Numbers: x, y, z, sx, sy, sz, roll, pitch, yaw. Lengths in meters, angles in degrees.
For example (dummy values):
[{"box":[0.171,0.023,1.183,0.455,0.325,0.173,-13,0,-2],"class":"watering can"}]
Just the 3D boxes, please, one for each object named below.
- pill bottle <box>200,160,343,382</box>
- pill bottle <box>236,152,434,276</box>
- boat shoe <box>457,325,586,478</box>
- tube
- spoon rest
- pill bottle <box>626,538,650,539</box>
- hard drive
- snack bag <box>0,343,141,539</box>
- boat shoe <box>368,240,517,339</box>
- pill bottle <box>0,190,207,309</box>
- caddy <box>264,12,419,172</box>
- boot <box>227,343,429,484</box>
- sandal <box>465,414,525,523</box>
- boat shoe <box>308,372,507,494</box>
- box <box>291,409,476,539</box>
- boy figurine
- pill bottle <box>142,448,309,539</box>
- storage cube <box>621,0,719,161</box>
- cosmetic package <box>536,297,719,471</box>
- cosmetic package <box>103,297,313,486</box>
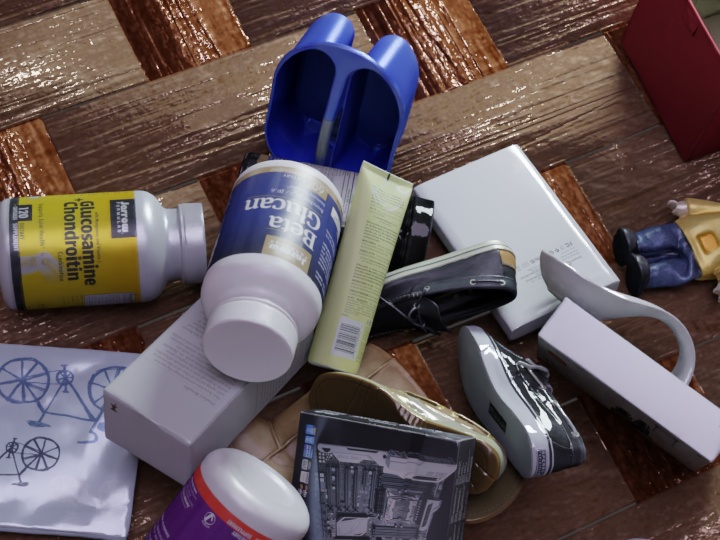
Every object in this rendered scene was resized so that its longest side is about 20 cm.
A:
[{"box":[-0.084,0.002,1.412,0.111,0.111,0.200,12,46,0],"class":"pill bottle"},{"box":[-0.030,-0.049,1.569,0.200,0.112,0.112,11,64,-2],"class":"pill bottle"},{"box":[0.154,0.119,1.473,0.068,0.074,0.199,-7,31,-19],"class":"boat shoe"},{"box":[0.000,0.000,1.488,0.052,0.058,0.200,16,86,2],"class":"tube"},{"box":[0.257,0.040,1.524,0.200,0.099,0.061,39,91,-14],"class":"spoon rest"},{"box":[0.245,0.353,1.403,0.120,0.120,0.200,25,65,6],"class":"pill bottle"},{"box":[0.161,-0.033,1.612,0.132,0.026,0.200,-24,60,-17],"class":"hard drive"},{"box":[-0.298,0.165,1.487,0.189,0.021,0.200,4,64,-4],"class":"snack bag"},{"box":[0.065,0.033,1.536,0.200,0.075,0.062,-21,59,8],"class":"boat shoe"},{"box":[-0.255,-0.022,1.531,0.200,0.112,0.112,-4,65,-8],"class":"pill bottle"},{"box":[-0.021,-0.164,1.585,0.141,0.200,0.105,22,48,7],"class":"caddy"},{"box":[-0.059,0.134,1.511,0.200,0.066,0.175,-35,75,-23],"class":"boot"},{"box":[0.129,0.188,1.503,0.078,0.070,0.212,7,41,12],"class":"sandal"},{"box":[0.045,0.152,1.448,0.200,0.066,0.074,26,100,21],"class":"boat shoe"},{"box":[0.012,0.237,1.397,0.158,0.050,0.200,9,92,23],"class":"box"},{"box":[0.373,-0.025,1.631,0.200,0.064,0.124,-13,64,-9],"class":"boy figurine"},{"box":[-0.142,0.264,1.371,0.112,0.112,0.200,39,101,12],"class":"pill bottle"},{"box":[0.413,-0.250,1.677,0.171,0.180,0.200,-18,69,-14],"class":"storage cube"},{"box":[0.265,0.114,1.500,0.200,0.151,0.052,37,83,12],"class":"cosmetic package"},{"box":[-0.139,0.096,1.440,0.101,0.071,0.200,29,49,19],"class":"cosmetic package"}]
